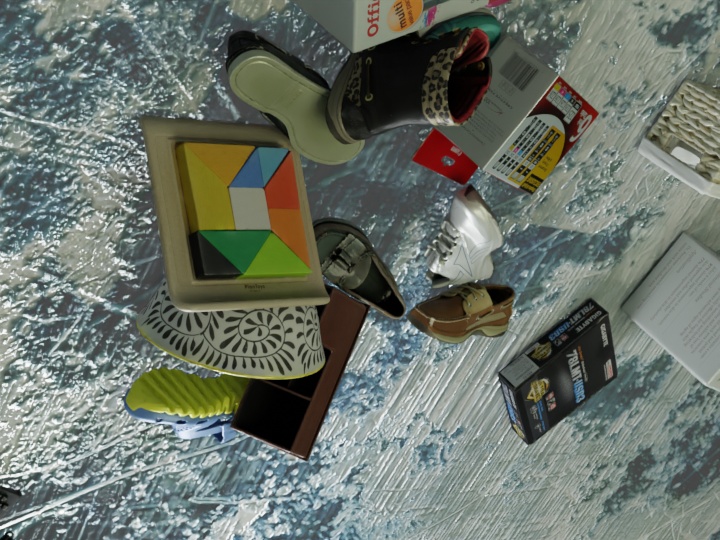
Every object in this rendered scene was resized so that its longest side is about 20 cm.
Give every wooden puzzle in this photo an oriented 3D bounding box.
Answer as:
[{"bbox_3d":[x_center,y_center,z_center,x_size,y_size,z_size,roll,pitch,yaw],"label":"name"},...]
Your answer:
[{"bbox_3d":[-0.117,-0.059,1.168,0.185,0.201,0.037,-2,162,-42],"label":"wooden puzzle"}]

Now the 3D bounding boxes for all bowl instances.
[{"bbox_3d":[-0.125,0.029,1.248,0.200,0.200,0.095,0,110,-44],"label":"bowl"}]

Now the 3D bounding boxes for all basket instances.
[{"bbox_3d":[0.516,-0.180,1.693,0.200,0.136,0.124,4,119,-45],"label":"basket"}]

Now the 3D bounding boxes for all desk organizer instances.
[{"bbox_3d":[-0.071,0.113,1.416,0.077,0.072,0.201,32,78,-51],"label":"desk organizer"}]

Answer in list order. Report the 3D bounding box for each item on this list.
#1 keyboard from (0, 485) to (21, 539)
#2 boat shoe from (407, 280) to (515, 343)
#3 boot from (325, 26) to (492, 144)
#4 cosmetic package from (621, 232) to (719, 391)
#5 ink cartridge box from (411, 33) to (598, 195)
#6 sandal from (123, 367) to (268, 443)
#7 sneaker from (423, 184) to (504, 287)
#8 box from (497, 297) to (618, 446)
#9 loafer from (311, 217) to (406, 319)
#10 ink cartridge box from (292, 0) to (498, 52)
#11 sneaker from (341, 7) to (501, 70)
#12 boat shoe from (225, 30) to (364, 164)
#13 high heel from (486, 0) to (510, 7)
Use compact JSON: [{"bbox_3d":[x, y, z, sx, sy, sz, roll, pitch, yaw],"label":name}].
[{"bbox_3d":[-0.458,0.322,1.362,0.200,0.021,0.127,-46,144,5],"label":"keyboard"},{"bbox_3d":[0.140,0.047,1.620,0.200,0.076,0.074,-4,124,-52],"label":"boat shoe"},{"bbox_3d":[0.059,-0.214,1.157,0.073,0.150,0.200,42,62,-40],"label":"boot"},{"bbox_3d":[0.570,0.075,1.938,0.168,0.200,0.166,-52,143,13],"label":"cosmetic package"},{"bbox_3d":[0.170,-0.157,1.389,0.176,0.084,0.200,-51,158,12],"label":"ink cartridge box"},{"bbox_3d":[-0.196,0.167,1.411,0.200,0.080,0.087,10,123,-46],"label":"sandal"},{"bbox_3d":[0.126,-0.032,1.503,0.087,0.075,0.200,-24,151,-12],"label":"sneaker"},{"bbox_3d":[0.320,0.166,1.923,0.198,0.050,0.200,-35,144,-10],"label":"box"},{"bbox_3d":[0.000,0.000,1.438,0.072,0.063,0.200,-46,144,3],"label":"loafer"},{"bbox_3d":[0.036,-0.316,1.089,0.200,0.145,0.146,-24,140,-23],"label":"ink cartridge box"},{"bbox_3d":[0.074,-0.214,1.282,0.200,0.080,0.078,-31,142,-20],"label":"sneaker"},{"bbox_3d":[-0.068,-0.175,1.200,0.074,0.066,0.199,-40,140,20],"label":"boat shoe"},{"bbox_3d":[0.174,-0.368,1.227,0.200,0.067,0.096,-51,153,2],"label":"high heel"}]
